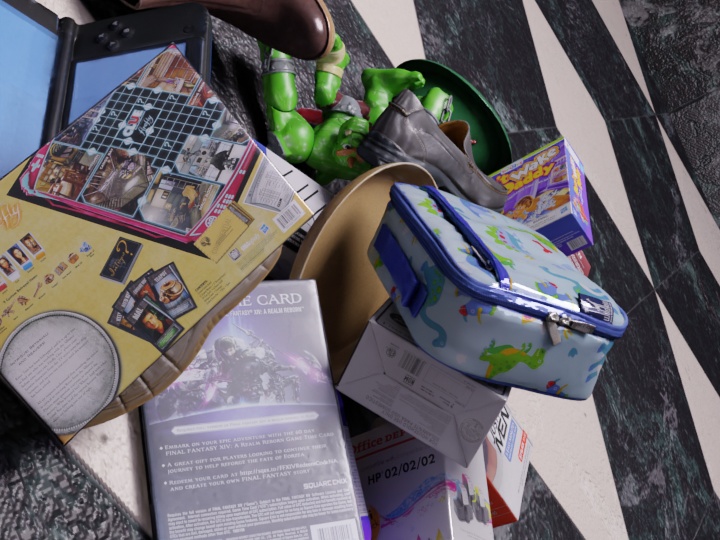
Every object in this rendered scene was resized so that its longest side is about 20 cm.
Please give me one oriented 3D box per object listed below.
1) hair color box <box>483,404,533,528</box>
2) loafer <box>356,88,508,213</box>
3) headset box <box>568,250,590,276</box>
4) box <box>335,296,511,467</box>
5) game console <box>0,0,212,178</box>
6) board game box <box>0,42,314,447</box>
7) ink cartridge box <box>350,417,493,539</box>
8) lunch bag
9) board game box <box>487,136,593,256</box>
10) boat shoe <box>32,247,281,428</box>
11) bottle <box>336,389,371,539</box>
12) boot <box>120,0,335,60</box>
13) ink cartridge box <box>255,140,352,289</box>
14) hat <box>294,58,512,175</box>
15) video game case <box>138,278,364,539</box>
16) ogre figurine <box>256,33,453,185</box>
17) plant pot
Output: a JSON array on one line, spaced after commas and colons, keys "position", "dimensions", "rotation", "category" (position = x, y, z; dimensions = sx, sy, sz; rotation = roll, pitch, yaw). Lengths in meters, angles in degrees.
[{"position": [0.087, 0.139, 0.942], "dimensions": [0.201, 0.063, 0.111], "rotation": [54, 33, -18], "category": "hair color box"}, {"position": [0.084, -0.104, 0.907], "dimensions": [0.073, 0.073, 0.199], "rotation": [37, 13, 37], "category": "loafer"}, {"position": [0.157, 0.028, 1.048], "dimensions": [0.078, 0.147, 0.200], "rotation": [57, 32, -14], "category": "headset box"}, {"position": [0.066, 0.065, 0.773], "dimensions": [0.115, 0.061, 0.200], "rotation": [29, 19, 6], "category": "box"}, {"position": [-0.195, -0.123, 0.634], "dimensions": [0.119, 0.167, 0.203], "rotation": [68, 16, -57], "category": "game console"}, {"position": [-0.142, -0.018, 0.573], "dimensions": [0.200, 0.035, 0.136], "rotation": [-43, 98, -19], "category": "board game box"}, {"position": [0.040, 0.187, 0.778], "dimensions": [0.068, 0.114, 0.203], "rotation": [33, 42, -42], "category": "ink cartridge box"}, {"position": [0.094, 0.010, 0.737], "dimensions": [0.158, 0.084, 0.201], "rotation": [17, 20, -21], "category": "lunch bag"}, {"position": [0.136, -0.041, 1.003], "dimensions": [0.045, 0.198, 0.136], "rotation": [48, 30, -27], "category": "board game box"}, {"position": [-0.134, 0.029, 0.635], "dimensions": [0.199, 0.066, 0.075], "rotation": [-40, 104, -29], "category": "boat shoe"}, {"position": [-0.033, 0.184, 0.714], "dimensions": [0.083, 0.065, 0.203], "rotation": [7, 63, -51], "category": "bottle"}, {"position": [-0.132, -0.227, 0.809], "dimensions": [0.199, 0.073, 0.166], "rotation": [39, 36, 9], "category": "boot"}, {"position": [-0.086, -0.054, 0.822], "dimensions": [0.199, 0.044, 0.095], "rotation": [31, 42, -44], "category": "ink cartridge box"}, {"position": [0.040, -0.117, 1.059], "dimensions": [0.200, 0.166, 0.176], "rotation": [43, 65, 4], "category": "hat"}, {"position": [-0.080, 0.104, 0.673], "dimensions": [0.140, 0.019, 0.203], "rotation": [-2, 66, -24], "category": "video game case"}, {"position": [-0.011, -0.144, 0.928], "dimensions": [0.198, 0.097, 0.122], "rotation": [19, 79, -39], "category": "ogre figurine"}, {"position": [0.000, 0.000, 0.829], "dimensions": [0.027, 0.203, 0.199], "rotation": [27, 14, 30], "category": "plant pot"}]
